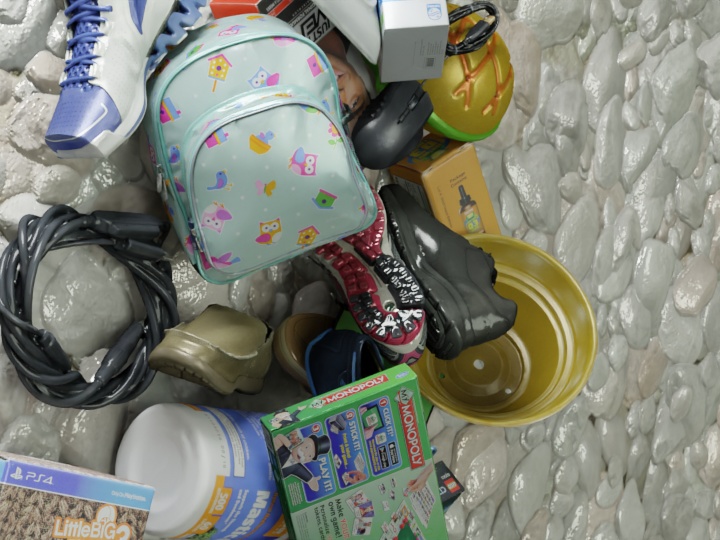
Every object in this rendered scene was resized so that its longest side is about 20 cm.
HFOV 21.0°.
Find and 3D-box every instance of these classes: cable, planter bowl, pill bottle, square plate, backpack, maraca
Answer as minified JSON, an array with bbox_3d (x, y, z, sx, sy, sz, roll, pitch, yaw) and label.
[{"bbox_3d":[-0.225,0.031,1.558,0.199,0.051,0.165,0,101,-53],"label":"cable"},{"bbox_3d":[0.118,0.072,1.824,0.201,0.200,0.084,-54,168,-28],"label":"planter bowl"},{"bbox_3d":[-0.104,0.176,1.665,0.199,0.111,0.113,12,87,-49],"label":"pill bottle"},{"bbox_3d":[-0.043,-0.301,1.634,0.200,0.028,0.199,44,28,-41],"label":"square plate"},{"bbox_3d":[-0.088,-0.104,1.593,0.175,0.153,0.201,-20,107,-5],"label":"backpack"},{"bbox_3d":[0.068,-0.193,1.806,0.199,0.107,0.138,20,57,-42],"label":"maraca"}]

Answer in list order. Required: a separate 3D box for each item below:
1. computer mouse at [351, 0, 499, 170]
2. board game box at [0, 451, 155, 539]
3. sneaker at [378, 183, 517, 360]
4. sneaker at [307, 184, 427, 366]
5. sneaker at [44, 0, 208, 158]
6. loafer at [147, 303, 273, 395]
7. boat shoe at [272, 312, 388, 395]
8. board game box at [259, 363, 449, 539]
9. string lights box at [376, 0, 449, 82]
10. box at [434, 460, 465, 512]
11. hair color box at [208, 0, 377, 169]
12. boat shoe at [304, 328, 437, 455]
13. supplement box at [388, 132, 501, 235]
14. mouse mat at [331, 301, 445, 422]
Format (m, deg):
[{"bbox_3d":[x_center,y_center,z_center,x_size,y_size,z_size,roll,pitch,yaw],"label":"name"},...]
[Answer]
[{"bbox_3d":[0.062,-0.168,1.732,0.059,0.034,0.200,42,73,-14],"label":"computer mouse"},{"bbox_3d":[-0.267,0.245,1.501,0.159,0.096,0.202,19,82,-49],"label":"board game box"},{"bbox_3d":[0.074,-0.003,1.769,0.090,0.201,0.076,-13,143,-22],"label":"sneaker"},{"bbox_3d":[0.000,0.000,1.730,0.080,0.201,0.075,-21,146,-4],"label":"sneaker"},{"bbox_3d":[-0.207,-0.190,1.521,0.115,0.080,0.200,50,53,-36],"label":"sneaker"},{"bbox_3d":[-0.121,0.062,1.617,0.200,0.075,0.068,26,82,-80],"label":"loafer"},{"bbox_3d":[-0.027,0.094,1.769,0.200,0.064,0.072,31,51,-51],"label":"boat shoe"},{"bbox_3d":[0.000,0.190,1.638,0.134,0.029,0.201,-20,118,-16],"label":"board game box"},{"bbox_3d":[0.037,-0.279,1.701,0.103,0.058,0.202,95,-11,-69],"label":"string lights box"},{"bbox_3d":[-0.006,0.258,1.787,0.199,0.038,0.137,-21,153,-46],"label":"box"},{"bbox_3d":[-0.050,-0.173,1.709,0.102,0.061,0.201,-47,129,-35],"label":"hair color box"},{"bbox_3d":[0.013,0.146,1.688,0.084,0.068,0.201,-46,117,-41],"label":"boat shoe"},{"bbox_3d":[0.094,-0.032,1.885,0.066,0.069,0.201,-33,123,-23],"label":"supplement box"},{"bbox_3d":[0.034,0.065,1.817,0.162,0.007,0.200,60,32,-24],"label":"mouse mat"}]
